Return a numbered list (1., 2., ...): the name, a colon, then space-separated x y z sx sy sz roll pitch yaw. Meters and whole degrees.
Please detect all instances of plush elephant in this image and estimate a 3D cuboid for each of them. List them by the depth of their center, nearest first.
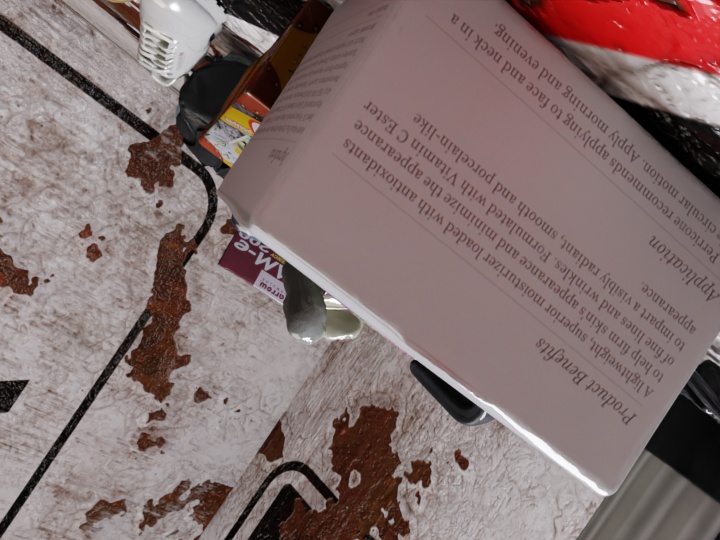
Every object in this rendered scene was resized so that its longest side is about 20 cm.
1. plush elephant: 0.000 0.000 0.909 0.154 0.166 0.200 35 -177 -32

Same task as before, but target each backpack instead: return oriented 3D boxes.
1. backpack: -0.128 -0.158 0.988 0.161 0.156 0.199 31 159 -14

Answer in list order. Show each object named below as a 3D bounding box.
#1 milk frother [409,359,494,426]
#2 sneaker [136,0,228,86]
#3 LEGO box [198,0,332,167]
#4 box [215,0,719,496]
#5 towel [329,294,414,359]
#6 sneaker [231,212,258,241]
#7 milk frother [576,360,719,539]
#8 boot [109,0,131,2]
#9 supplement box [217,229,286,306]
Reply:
1. milk frother: 0.166 0.070 1.109 0.188 0.197 0.184 40 140 39
2. sneaker: -0.171 -0.218 0.825 0.076 0.081 0.200 37 178 -3
3. LEGO box: 0.002 -0.070 0.613 0.199 0.078 0.148 37 164 -14
4. box: 0.046 -0.026 0.442 0.198 0.132 0.200 37 179 -16
5. towel: 0.012 -0.025 0.727 0.199 0.145 0.023 37 135 -16
6. sneaker: -0.052 -0.083 1.029 0.195 0.087 0.077 -4 -166 3
7. milk frother: 0.258 0.182 0.737 0.199 0.190 0.180 36 179 -21
8. boot: -0.292 -0.317 0.924 0.199 0.067 0.175 35 179 30
9. supplement box: -0.103 -0.014 1.153 0.107 0.062 0.200 31 -172 0
